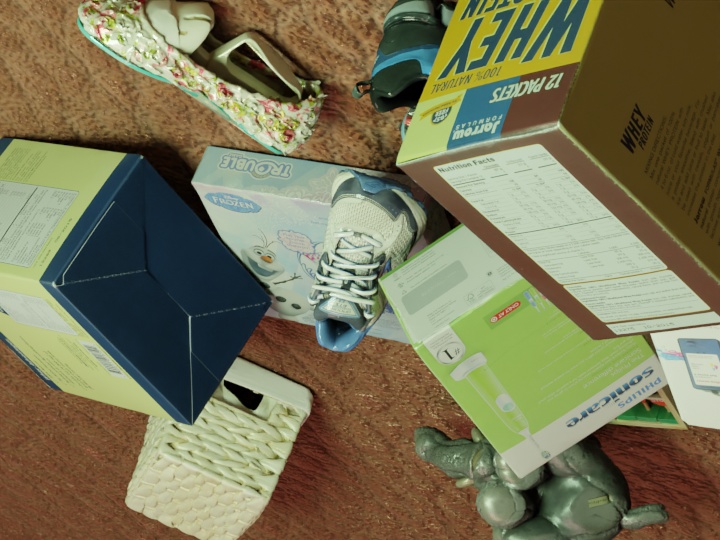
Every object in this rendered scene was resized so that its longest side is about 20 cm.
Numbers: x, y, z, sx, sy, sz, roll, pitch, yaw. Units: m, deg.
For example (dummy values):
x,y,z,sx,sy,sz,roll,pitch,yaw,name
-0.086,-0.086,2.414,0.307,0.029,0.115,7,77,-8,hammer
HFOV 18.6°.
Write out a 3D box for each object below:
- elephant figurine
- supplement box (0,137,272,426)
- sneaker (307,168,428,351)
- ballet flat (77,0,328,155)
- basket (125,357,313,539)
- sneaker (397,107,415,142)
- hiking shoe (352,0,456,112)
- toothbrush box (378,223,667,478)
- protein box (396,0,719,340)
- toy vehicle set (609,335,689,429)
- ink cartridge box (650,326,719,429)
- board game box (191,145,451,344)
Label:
x,y,z,sx,sy,sz,roll,pitch,yaw,name
0.152,0.181,1.937,0.155,0.141,0.200,56,176,-7,elephant figurine
-0.223,0.007,1.844,0.199,0.134,0.200,10,149,45,supplement box
0.000,0.000,1.676,0.077,0.085,0.200,19,150,7,sneaker
-0.109,-0.158,1.599,0.200,0.076,0.064,30,122,-24,ballet flat
-0.145,0.176,2.157,0.135,0.124,0.200,24,152,-6,basket
0.123,-0.077,1.573,0.200,0.080,0.096,24,176,-6,sneaker
0.099,-0.111,1.486,0.199,0.087,0.074,19,153,5,hiking shoe
0.128,0.047,1.677,0.145,0.086,0.200,-34,134,6,toothbrush box
0.159,-0.097,1.342,0.135,0.199,0.200,-10,139,46,protein box
0.172,0.086,1.862,0.200,0.027,0.124,2,147,34,toy vehicle set
0.259,0.002,1.511,0.087,0.146,0.200,8,149,23,ink cartridge box
-0.015,-0.016,1.795,0.199,0.043,0.199,10,151,23,board game box
